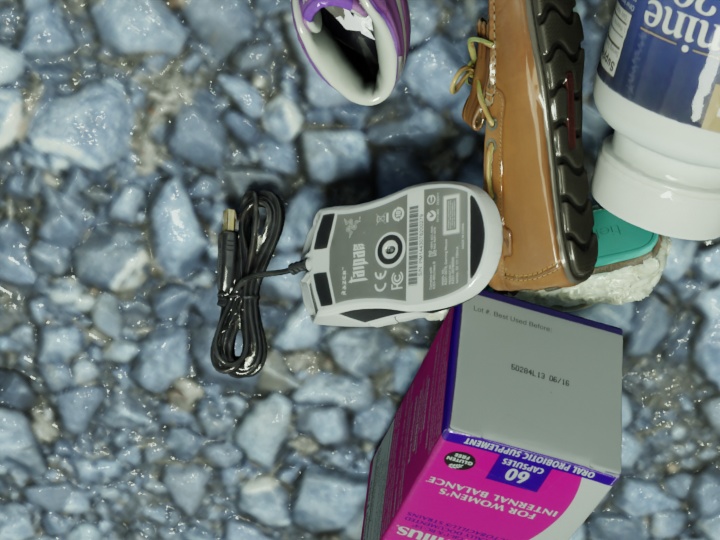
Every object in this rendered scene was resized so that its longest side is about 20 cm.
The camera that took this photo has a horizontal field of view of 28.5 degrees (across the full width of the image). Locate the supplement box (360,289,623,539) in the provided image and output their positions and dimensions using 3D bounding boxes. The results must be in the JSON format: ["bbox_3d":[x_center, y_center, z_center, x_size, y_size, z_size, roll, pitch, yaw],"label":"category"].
[{"bbox_3d":[0.072,0.118,0.843,0.100,0.104,0.201,15,141,-6],"label":"supplement box"}]

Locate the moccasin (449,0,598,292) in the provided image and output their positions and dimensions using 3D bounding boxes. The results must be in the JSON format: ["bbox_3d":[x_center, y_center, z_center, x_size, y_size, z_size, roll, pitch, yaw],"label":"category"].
[{"bbox_3d":[0.085,-0.090,0.784,0.077,0.073,0.205,-2,100,31],"label":"moccasin"}]

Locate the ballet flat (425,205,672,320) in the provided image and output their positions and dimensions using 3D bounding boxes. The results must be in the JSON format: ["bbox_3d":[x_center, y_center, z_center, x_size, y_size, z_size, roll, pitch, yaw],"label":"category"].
[{"bbox_3d":[0.087,0.005,0.850,0.197,0.072,0.073,-3,116,5],"label":"ballet flat"}]

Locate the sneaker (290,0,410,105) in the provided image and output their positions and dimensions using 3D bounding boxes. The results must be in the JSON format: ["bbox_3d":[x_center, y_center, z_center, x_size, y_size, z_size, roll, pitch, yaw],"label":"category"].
[{"bbox_3d":[-0.021,-0.182,0.734,0.072,0.115,0.202,-21,112,13],"label":"sneaker"}]

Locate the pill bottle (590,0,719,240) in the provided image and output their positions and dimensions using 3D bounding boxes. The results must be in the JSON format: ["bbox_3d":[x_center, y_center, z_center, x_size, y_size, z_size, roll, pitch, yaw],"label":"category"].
[{"bbox_3d":[0.188,-0.124,0.757,0.109,0.111,0.203,11,115,-4],"label":"pill bottle"}]

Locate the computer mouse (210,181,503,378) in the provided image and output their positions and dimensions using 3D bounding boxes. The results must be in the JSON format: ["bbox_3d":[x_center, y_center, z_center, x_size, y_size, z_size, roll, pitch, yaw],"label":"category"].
[{"bbox_3d":[0.000,0.000,0.802,0.198,0.111,0.044,-7,163,34],"label":"computer mouse"}]
